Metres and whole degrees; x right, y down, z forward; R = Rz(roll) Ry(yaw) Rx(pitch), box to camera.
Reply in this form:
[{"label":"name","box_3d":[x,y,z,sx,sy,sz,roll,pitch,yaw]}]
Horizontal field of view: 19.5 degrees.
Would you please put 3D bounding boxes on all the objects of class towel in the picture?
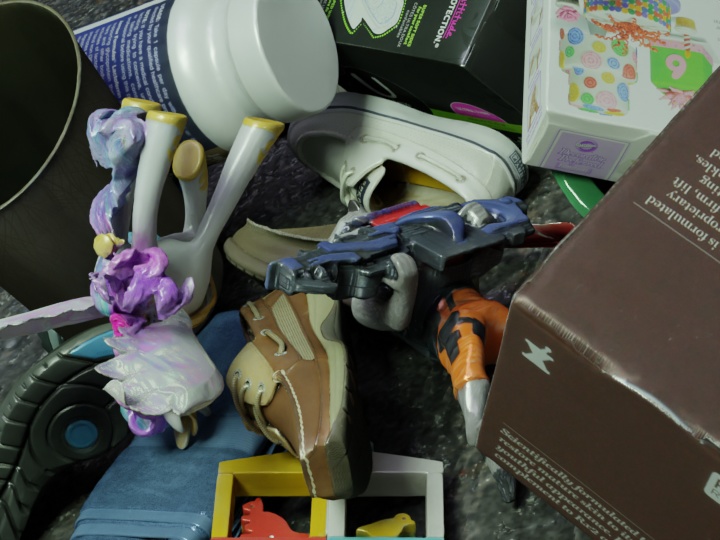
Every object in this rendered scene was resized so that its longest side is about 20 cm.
[{"label":"towel","box_3d":[-0.091,0.107,1.275,0.111,0.049,0.201,0,43,34]}]

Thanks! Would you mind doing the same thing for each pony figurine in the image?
[{"label":"pony figurine","box_3d":[-0.123,0.009,1.165,0.165,0.202,0.193,15,9,28]}]

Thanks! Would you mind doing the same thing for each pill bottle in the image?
[{"label":"pill bottle","box_3d":[-0.119,-0.123,1.382,0.199,0.116,0.116,-16,35,32]}]

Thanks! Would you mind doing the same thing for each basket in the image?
[{"label":"basket","box_3d":[-0.180,-0.039,1.300,0.135,0.200,0.181,-25,46,12]}]

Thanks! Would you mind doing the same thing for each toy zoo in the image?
[{"label":"toy zoo","box_3d":[-0.018,0.158,1.144,0.130,0.021,0.201,-1,37,1]}]

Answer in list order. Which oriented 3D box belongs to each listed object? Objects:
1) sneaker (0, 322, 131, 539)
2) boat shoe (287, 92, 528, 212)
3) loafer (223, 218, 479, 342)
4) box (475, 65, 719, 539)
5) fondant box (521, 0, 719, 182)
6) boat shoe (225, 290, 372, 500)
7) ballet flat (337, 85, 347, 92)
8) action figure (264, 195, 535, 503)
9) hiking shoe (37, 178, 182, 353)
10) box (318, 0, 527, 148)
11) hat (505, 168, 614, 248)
[{"label":"sneaker","box_3d":[-0.202,0.098,1.304,0.200,0.073,0.082,-45,20,12]},{"label":"boat shoe","box_3d":[0.017,-0.066,1.414,0.199,0.071,0.070,16,50,37]},{"label":"loafer","box_3d":[0.000,0.000,1.321,0.199,0.076,0.068,19,78,35]},{"label":"box","box_3d":[0.185,0.033,1.028,0.165,0.165,0.200,37,65,16]},{"label":"fondant box","box_3d":[0.172,-0.146,1.239,0.143,0.058,0.202,10,57,-9]},{"label":"boat shoe","box_3d":[-0.037,0.070,1.191,0.073,0.076,0.200,-12,24,0]},{"label":"ballet flat","box_3d":[-0.055,-0.142,1.562,0.198,0.063,0.068,-19,35,12]},{"label":"action figure","box_3d":[0.032,0.033,1.175,0.199,0.105,0.194,-9,43,-36]},{"label":"hiking shoe","box_3d":[-0.147,-0.009,1.457,0.086,0.075,0.201,2,53,25]},{"label":"box","box_3d":[0.065,-0.171,1.414,0.199,0.148,0.125,17,79,46]},{"label":"hat","box_3d":[0.165,-0.036,1.314,0.199,0.177,0.166,33,58,7]}]
